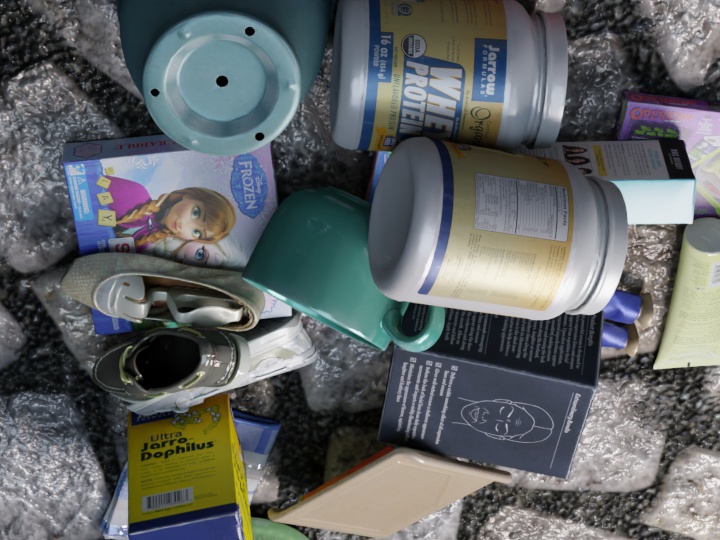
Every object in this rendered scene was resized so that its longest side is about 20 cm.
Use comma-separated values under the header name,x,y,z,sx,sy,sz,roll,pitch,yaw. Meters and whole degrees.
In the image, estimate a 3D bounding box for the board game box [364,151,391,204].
name,x,y,z,sx,sy,sz,roll,pitch,yaw
board game box,0.056,-0.067,1.738,0.103,0.019,0.201,7,121,-10

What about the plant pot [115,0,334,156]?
name,x,y,z,sx,sy,sz,roll,pitch,yaw
plant pot,-0.119,-0.201,1.546,0.199,0.188,0.201,-1,121,-2

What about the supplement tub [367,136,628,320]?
name,x,y,z,sx,sy,sz,roll,pitch,yaw
supplement tub,0.120,-0.033,1.562,0.199,0.145,0.145,8,121,-17

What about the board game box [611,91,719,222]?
name,x,y,z,sx,sy,sz,roll,pitch,yaw
board game box,0.340,-0.105,1.727,0.199,0.032,0.120,7,124,-8

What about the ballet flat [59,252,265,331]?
name,x,y,z,sx,sy,sz,roll,pitch,yaw
ballet flat,-0.190,0.023,1.704,0.199,0.062,0.068,4,124,-6

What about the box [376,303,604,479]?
name,x,y,z,sx,sy,sz,roll,pitch,yaw
box,0.128,0.104,1.758,0.199,0.107,0.149,12,136,2

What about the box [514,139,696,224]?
name,x,y,z,sx,sy,sz,roll,pitch,yaw
box,0.210,-0.082,1.673,0.199,0.082,0.049,-1,121,2

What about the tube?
name,x,y,z,sx,sy,sz,roll,pitch,yaw
tube,0.341,0.032,1.795,0.058,0.052,0.200,28,144,27

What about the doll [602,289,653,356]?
name,x,y,z,sx,sy,sz,roll,pitch,yaw
doll,0.188,0.041,1.795,0.199,0.049,0.137,13,125,-11

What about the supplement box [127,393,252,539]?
name,x,y,z,sx,sy,sz,roll,pitch,yaw
supplement box,-0.169,0.230,1.775,0.109,0.200,0.109,-11,122,-1

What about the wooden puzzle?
name,x,y,z,sx,sy,sz,roll,pitch,yaw
wooden puzzle,0.031,0.227,1.847,0.200,0.037,0.185,-27,152,30

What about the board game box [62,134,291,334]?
name,x,y,z,sx,sy,sz,roll,pitch,yaw
board game box,-0.174,-0.038,1.728,0.199,0.041,0.201,-6,122,0

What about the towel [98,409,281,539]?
name,x,y,z,sx,sy,sz,roll,pitch,yaw
towel,-0.183,0.225,1.901,0.146,0.024,0.200,16,119,-14

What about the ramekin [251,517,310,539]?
name,x,y,z,sx,sy,sz,roll,pitch,yaw
ramekin,-0.132,0.372,1.932,0.199,0.098,0.201,-6,129,-7

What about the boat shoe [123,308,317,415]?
name,x,y,z,sx,sy,sz,roll,pitch,yaw
boat shoe,-0.144,0.103,1.800,0.201,0.074,0.065,-26,116,4

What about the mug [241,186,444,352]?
name,x,y,z,sx,sy,sz,roll,pitch,yaw
mug,-0.006,-0.002,1.671,0.185,0.152,0.115,27,86,-6

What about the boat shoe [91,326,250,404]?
name,x,y,z,sx,sy,sz,roll,pitch,yaw
boat shoe,-0.196,0.089,1.725,0.201,0.072,0.060,-8,165,41

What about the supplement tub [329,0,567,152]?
name,x,y,z,sx,sy,sz,roll,pitch,yaw
supplement tub,0.076,-0.176,1.598,0.199,0.145,0.145,3,121,-5
